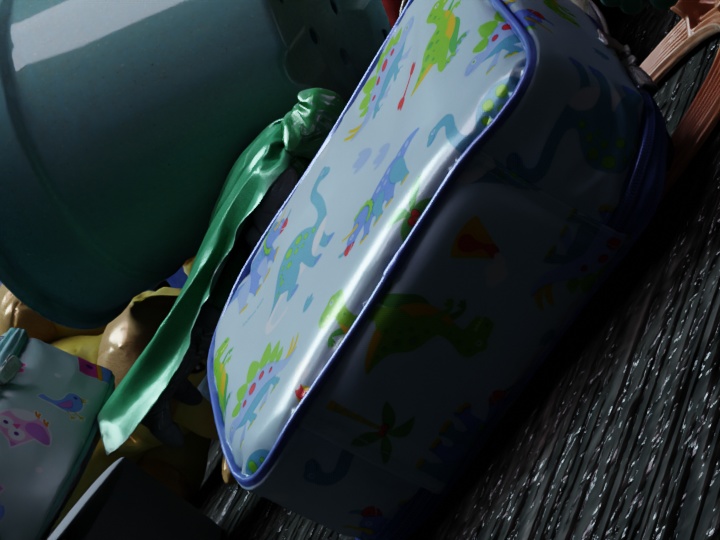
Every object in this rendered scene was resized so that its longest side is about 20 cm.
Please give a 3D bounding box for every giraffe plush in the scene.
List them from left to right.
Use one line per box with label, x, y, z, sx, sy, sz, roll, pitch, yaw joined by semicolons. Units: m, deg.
giraffe plush;-0.107;0.061;1.394;0.199;0.173;0.162;-19;4;-24

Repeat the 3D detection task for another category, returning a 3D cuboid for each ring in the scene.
ring;0.098;-0.046;0.962;0.201;0.019;0.200;-53;6;8

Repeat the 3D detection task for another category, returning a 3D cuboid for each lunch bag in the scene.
lunch bag;-0.201;0.132;1.229;0.200;0.077;0.160;-60;3;26
lunch bag;0.024;-0.012;0.895;0.200;0.082;0.161;-57;22;15

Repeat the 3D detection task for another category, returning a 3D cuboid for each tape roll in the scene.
tape roll;-0.156;0.197;1.268;0.200;0.066;0.200;-53;7;10

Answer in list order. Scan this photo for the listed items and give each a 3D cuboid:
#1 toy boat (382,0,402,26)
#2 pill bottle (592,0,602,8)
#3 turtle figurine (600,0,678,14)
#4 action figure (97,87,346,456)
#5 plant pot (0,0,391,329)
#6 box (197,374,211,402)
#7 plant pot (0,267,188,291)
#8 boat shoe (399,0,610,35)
toy boat;0.088;-0.231;1.623;0.200;0.130;0.131;-52;36;14
pill bottle;0.103;-0.193;1.260;0.200;0.112;0.112;-46;10;51
turtle figurine;0.143;-0.183;1.010;0.150;0.101;0.200;-47;13;29
action figure;-0.058;-0.006;1.184;0.200;0.055;0.118;-60;8;29
plant pot;-0.095;-0.097;1.271;0.196;0.201;0.200;-22;20;24
box;0.000;0.000;1.251;0.200;0.051;0.158;-54;7;-7
plant pot;-0.115;-0.026;1.615;0.200;0.180;0.200;-49;9;42
boat shoe;0.055;-0.126;1.148;0.200;0.072;0.076;-122;40;-63
